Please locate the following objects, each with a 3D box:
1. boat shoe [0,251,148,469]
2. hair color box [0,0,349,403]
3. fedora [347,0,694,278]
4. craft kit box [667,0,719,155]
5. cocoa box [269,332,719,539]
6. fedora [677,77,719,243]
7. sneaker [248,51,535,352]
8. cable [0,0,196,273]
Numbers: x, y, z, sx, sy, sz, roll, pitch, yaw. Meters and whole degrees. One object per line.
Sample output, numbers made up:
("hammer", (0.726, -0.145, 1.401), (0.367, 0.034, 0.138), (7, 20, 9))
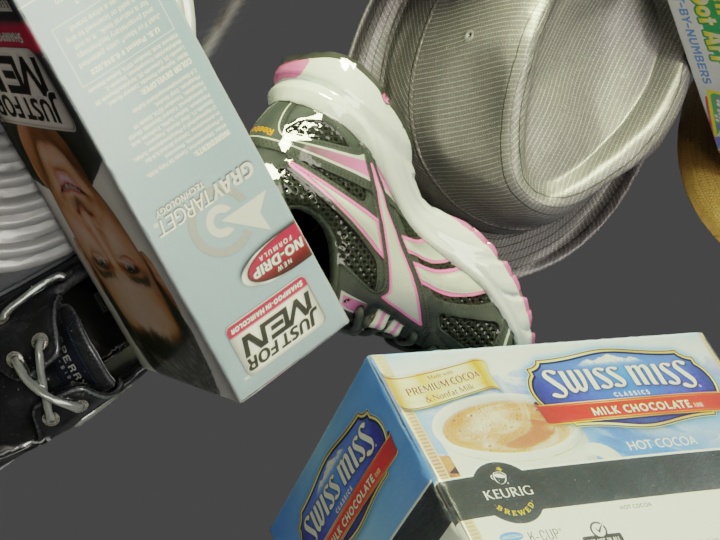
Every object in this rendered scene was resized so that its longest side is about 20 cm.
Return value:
("boat shoe", (-0.134, 0.038, 0.985), (0.200, 0.068, 0.072), (-34, 110, -20))
("hair color box", (-0.092, -0.050, 0.903), (0.061, 0.099, 0.200), (-36, 112, -20))
("fedora", (0.089, -0.088, 1.075), (0.177, 0.090, 0.200), (39, 78, -25))
("craft kit box", (0.202, -0.185, 1.081), (0.198, 0.048, 0.200), (-60, 139, -35))
("cocoa box", (0.085, 0.121, 1.038), (0.199, 0.131, 0.134), (-2, 139, -33))
("fedora", (0.252, -0.046, 1.152), (0.200, 0.201, 0.082), (-31, 150, -21))
("sneaker", (0.000, 0.000, 1.031), (0.086, 0.080, 0.200), (-53, 122, -26))
("cable", (-0.162, -0.097, 0.955), (0.200, 0.069, 0.200), (-44, 113, -17))
